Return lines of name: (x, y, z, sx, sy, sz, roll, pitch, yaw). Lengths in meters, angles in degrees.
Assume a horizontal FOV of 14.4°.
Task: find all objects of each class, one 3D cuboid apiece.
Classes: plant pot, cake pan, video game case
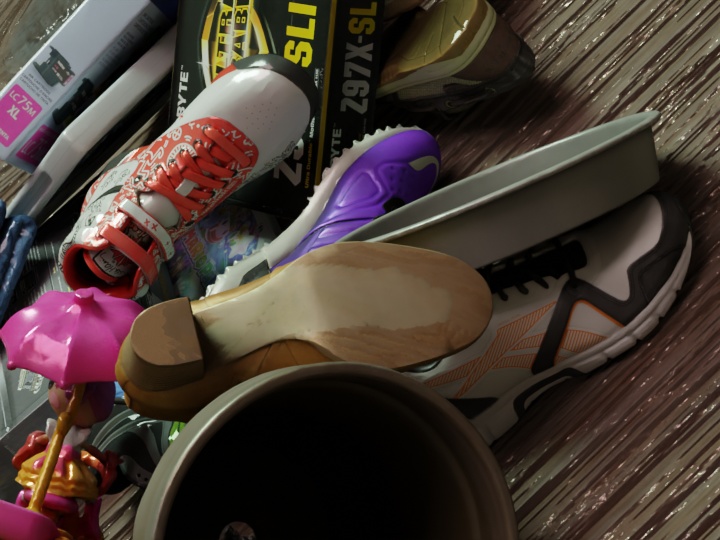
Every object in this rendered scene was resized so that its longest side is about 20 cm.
plant pot: (-0.039, 0.148, 1.477, 0.201, 0.200, 0.173, -54, 16, -14)
cake pan: (0.079, -0.034, 1.570, 0.199, 0.037, 0.200, -23, 4, 2)
video game case: (-0.164, -0.105, 1.925, 0.200, 0.023, 0.182, -47, 2, -35)
video game case: (-0.128, 0.038, 1.840, 0.200, 0.018, 0.143, -41, 31, 8)

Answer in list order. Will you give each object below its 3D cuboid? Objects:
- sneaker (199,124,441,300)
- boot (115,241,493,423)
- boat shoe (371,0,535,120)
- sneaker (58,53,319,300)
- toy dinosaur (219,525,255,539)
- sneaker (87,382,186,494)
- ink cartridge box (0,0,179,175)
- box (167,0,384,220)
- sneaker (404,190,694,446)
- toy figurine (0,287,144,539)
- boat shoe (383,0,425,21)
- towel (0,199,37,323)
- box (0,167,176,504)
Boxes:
sneaker: (0.000, 0.001, 1.693, 0.099, 0.070, 0.200, 28, 61, 32)
boot: (-0.033, 0.038, 1.528, 0.200, 0.144, 0.071, -7, 77, -4)
boat shoe: (0.048, -0.124, 1.772, 0.073, 0.065, 0.200, -56, 14, -10)
sneaker: (-0.107, -0.048, 1.727, 0.201, 0.067, 0.108, -30, 26, 42)
toy dinosaur: (-0.099, 0.188, 1.614, 0.088, 0.047, 0.200, -44, 28, 17)
sneaker: (-0.091, 0.106, 1.687, 0.199, 0.071, 0.083, -5, 73, 44)
ink cartridge box: (-0.170, -0.150, 1.888, 0.200, 0.042, 0.119, -50, -5, 0)
box: (-0.054, -0.139, 1.796, 0.159, 0.049, 0.202, 15, 102, 47)
sneaker: (0.093, 0.021, 1.541, 0.200, 0.080, 0.074, -39, 30, 8)
toy figurine: (-0.169, 0.103, 1.636, 0.149, 0.200, 0.185, 17, 80, 8)
boat shoe: (0.057, -0.233, 1.838, 0.072, 0.065, 0.200, -18, 20, 45)
towel: (-0.295, 0.018, 1.910, 0.199, 0.048, 0.112, -19, 47, 53)
box: (-0.194, 0.042, 1.848, 0.158, 0.048, 0.200, -41, 30, 11)
